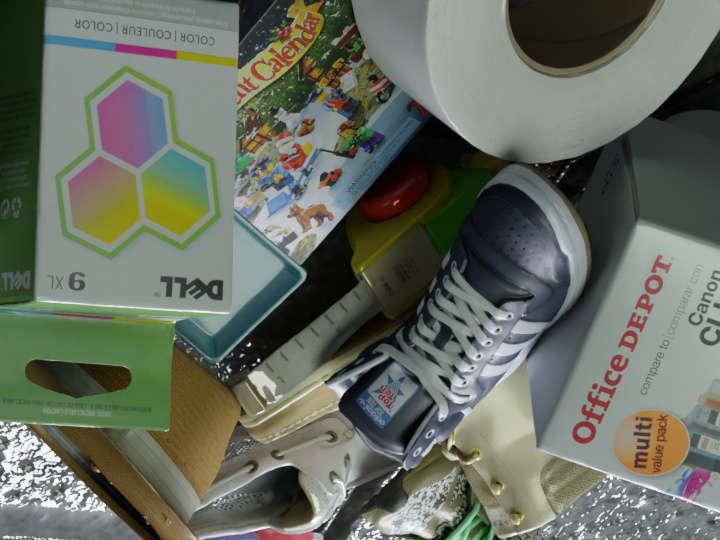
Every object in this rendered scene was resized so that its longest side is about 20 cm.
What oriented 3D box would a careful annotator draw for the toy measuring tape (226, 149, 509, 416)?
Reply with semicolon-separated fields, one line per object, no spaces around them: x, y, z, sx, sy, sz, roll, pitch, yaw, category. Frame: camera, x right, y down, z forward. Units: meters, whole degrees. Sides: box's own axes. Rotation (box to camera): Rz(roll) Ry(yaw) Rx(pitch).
0.000;0.000;1.395;0.200;0.073;0.074;-41;142;-14;toy measuring tape

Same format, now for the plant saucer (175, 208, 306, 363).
-0.118;-0.038;1.280;0.070;0.019;0.200;-42;115;13;plant saucer

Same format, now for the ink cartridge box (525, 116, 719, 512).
0.201;0.033;1.368;0.199;0.145;0.146;19;115;-6;ink cartridge box

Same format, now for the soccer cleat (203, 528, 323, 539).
-0.056;0.220;1.620;0.076;0.067;0.201;5;143;5;soccer cleat

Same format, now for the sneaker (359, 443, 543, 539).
0.072;0.157;1.582;0.077;0.089;0.200;-47;152;11;sneaker

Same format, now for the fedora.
-0.117;0.071;1.338;0.082;0.200;0.201;-45;142;-11;fedora

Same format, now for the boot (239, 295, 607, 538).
0.042;0.088;1.477;0.199;0.073;0.156;-28;105;-12;boot

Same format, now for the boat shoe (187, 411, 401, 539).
-0.038;0.121;1.509;0.199;0.069;0.071;-14;135;-26;boat shoe

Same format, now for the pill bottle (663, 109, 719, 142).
0.184;0.012;1.510;0.111;0.112;0.201;-10;134;-25;pill bottle

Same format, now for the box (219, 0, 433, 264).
-0.054;-0.065;1.335;0.136;0.038;0.200;22;117;-45;box

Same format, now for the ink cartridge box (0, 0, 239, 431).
-0.116;-0.028;1.212;0.103;0.059;0.202;5;85;-33;ink cartridge box

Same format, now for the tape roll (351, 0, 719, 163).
0.094;-0.157;1.278;0.201;0.071;0.204;-20;130;-26;tape roll

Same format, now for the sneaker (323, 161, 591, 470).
0.046;0.030;1.326;0.108;0.070;0.200;-38;165;-27;sneaker
